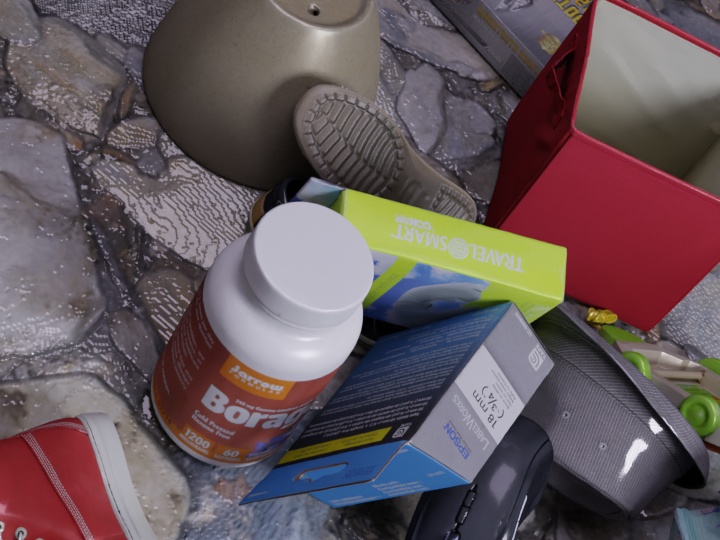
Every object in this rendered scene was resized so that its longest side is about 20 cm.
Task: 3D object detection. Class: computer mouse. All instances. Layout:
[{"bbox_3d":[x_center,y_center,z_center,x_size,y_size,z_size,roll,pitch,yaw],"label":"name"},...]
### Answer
[{"bbox_3d":[0.093,0.192,1.113,0.140,0.046,0.200,28,69,23],"label":"computer mouse"}]

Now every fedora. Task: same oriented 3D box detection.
[{"bbox_3d":[0.167,0.116,1.221,0.200,0.177,0.090,44,79,8],"label":"fedora"}]

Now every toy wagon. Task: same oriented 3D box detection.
[{"bbox_3d":[0.260,0.093,1.303,0.200,0.040,0.155,33,16,36],"label":"toy wagon"}]

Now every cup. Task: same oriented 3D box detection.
[{"bbox_3d":[-0.063,-0.187,1.304,0.199,0.143,0.201,13,53,-18],"label":"cup"}]

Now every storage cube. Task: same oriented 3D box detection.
[{"bbox_3d":[0.221,-0.090,1.354,0.199,0.180,0.172,24,50,-9],"label":"storage cube"}]

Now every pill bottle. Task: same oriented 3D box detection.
[{"bbox_3d":[-0.066,0.044,1.102,0.111,0.200,0.113,13,53,-18],"label":"pill bottle"}]

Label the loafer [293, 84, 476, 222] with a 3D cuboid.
[{"bbox_3d":[0.010,-0.082,1.286,0.200,0.068,0.076,40,86,-36],"label":"loafer"}]

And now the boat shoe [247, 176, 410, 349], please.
[{"bbox_3d":[0.000,0.000,1.258,0.200,0.062,0.075,40,48,2],"label":"boat shoe"}]

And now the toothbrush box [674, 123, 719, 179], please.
[{"bbox_3d":[0.390,-0.129,1.489,0.199,0.146,0.086,-19,67,-34],"label":"toothbrush box"}]

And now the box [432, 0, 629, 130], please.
[{"bbox_3d":[0.183,-0.232,1.520,0.158,0.048,0.200,-31,75,-39],"label":"box"}]

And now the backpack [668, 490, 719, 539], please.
[{"bbox_3d":[0.296,0.235,1.155,0.149,0.201,0.179,1,56,-2],"label":"backpack"}]

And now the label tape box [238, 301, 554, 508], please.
[{"bbox_3d":[0.027,0.115,1.132,0.063,0.144,0.200,55,48,-15],"label":"label tape box"}]

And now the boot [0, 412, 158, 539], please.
[{"bbox_3d":[-0.203,0.189,1.021,0.143,0.073,0.201,-9,54,-31],"label":"boot"}]

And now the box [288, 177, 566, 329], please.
[{"bbox_3d":[0.035,-0.002,1.169,0.199,0.122,0.048,15,66,-17],"label":"box"}]
